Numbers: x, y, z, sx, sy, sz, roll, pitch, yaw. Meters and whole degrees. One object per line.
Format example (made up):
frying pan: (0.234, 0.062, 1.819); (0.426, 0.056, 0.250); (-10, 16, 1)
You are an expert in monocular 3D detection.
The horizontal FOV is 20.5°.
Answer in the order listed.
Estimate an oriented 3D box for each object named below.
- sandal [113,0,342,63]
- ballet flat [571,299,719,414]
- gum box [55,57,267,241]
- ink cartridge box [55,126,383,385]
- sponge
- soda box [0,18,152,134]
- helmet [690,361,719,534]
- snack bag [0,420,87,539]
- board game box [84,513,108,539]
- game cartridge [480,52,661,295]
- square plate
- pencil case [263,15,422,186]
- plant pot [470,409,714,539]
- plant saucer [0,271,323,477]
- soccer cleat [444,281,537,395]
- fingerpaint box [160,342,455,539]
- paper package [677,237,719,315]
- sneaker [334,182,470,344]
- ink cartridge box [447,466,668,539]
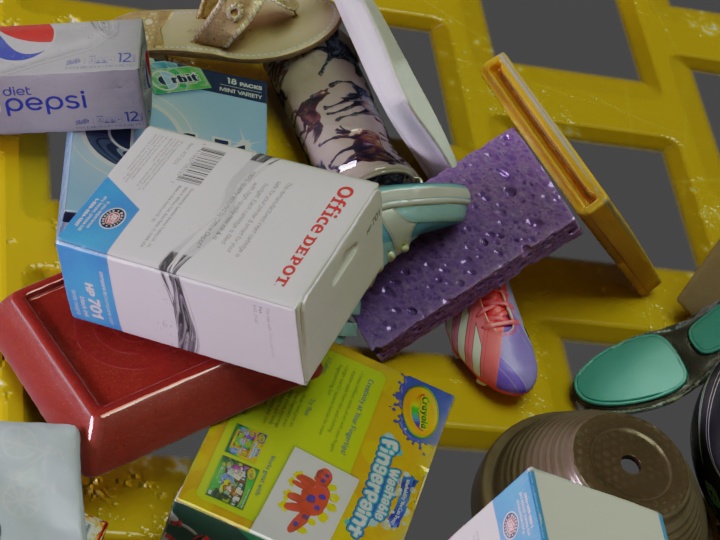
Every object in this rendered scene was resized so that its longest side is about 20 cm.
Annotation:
sandal: (-0.125, -0.228, 1.741); (0.210, 0.070, 0.078); (-6, 49, 6)
ballet flat: (0.274, 0.078, 1.677); (0.199, 0.072, 0.072); (-26, 57, 0)
gum box: (-0.164, -0.094, 1.677); (0.169, 0.045, 0.201); (10, 48, -14)
ink cartridge box: (-0.100, -0.015, 1.465); (0.199, 0.086, 0.147); (16, 46, 19)
sponge: (0.073, -0.023, 1.645); (0.199, 0.030, 0.112); (-33, 58, 2)
soda box: (-0.273, -0.157, 1.630); (0.198, 0.069, 0.064); (-3, 48, 2)
helmet: (0.363, 0.131, 1.590); (0.198, 0.200, 0.192); (2, 56, -21)
snack bag: (-0.276, 0.175, 1.335); (0.198, 0.021, 0.190); (2, 49, -19)
board game box: (-0.275, 0.227, 1.337); (0.151, 0.046, 0.201); (23, 45, -2)
game cartridge: (0.184, -0.080, 1.730); (0.032, 0.200, 0.177); (-34, 60, 5)
square plate: (0.032, -0.165, 1.754); (0.028, 0.198, 0.201); (-27, 56, 7)
pencil case: (-0.014, -0.130, 1.747); (0.089, 0.078, 0.201); (-22, 56, -4)
plant pot: (0.194, 0.176, 1.548); (0.199, 0.093, 0.202); (12, 45, -13)
plant saucer: (-0.160, 0.045, 1.495); (0.199, 0.037, 0.200); (-23, 46, -21)
soccer cleat: (0.101, 0.013, 1.668); (0.066, 0.077, 0.201); (-2, 50, -24)
fingerpaint box: (-0.037, 0.151, 1.486); (0.166, 0.074, 0.201); (23, 45, 0)
paper package: (0.409, 0.015, 1.711); (0.200, 0.191, 0.103); (43, 36, 17)
sneaker: (0.000, 0.000, 1.607); (0.198, 0.080, 0.132); (-10, 92, -11)
ink cartridge box: (0.114, 0.256, 1.381); (0.125, 0.200, 0.129); (20, 42, -29)
